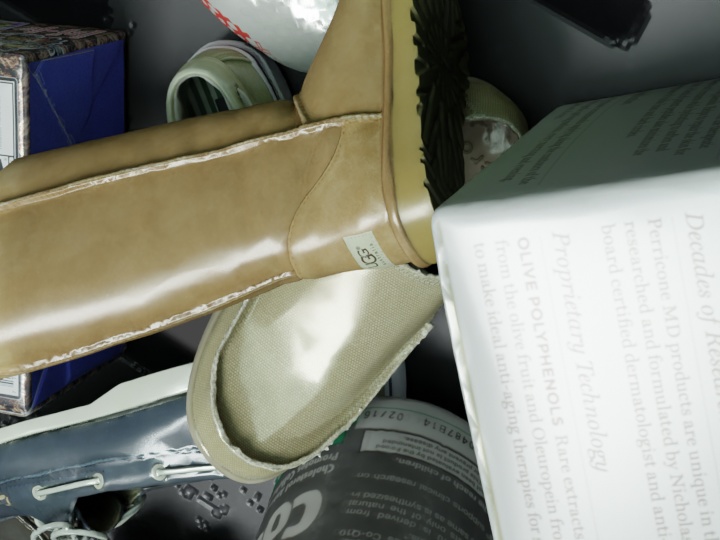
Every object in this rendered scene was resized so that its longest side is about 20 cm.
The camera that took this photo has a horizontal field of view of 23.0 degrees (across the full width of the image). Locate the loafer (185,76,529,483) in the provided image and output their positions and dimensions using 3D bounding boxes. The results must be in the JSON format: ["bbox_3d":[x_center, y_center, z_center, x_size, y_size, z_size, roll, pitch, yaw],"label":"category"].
[{"bbox_3d":[0.000,0.000,0.726,0.075,0.068,0.201,37,84,-8],"label":"loafer"}]

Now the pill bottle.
[{"bbox_3d":[0.000,0.155,0.717,0.112,0.201,0.114,6,126,9],"label":"pill bottle"}]

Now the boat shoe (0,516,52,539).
[{"bbox_3d":[-0.233,0.104,0.889,0.199,0.057,0.067,35,112,9],"label":"boat shoe"}]

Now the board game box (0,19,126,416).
[{"bbox_3d":[-0.218,-0.036,0.826,0.198,0.097,0.161,8,106,18],"label":"board game box"}]

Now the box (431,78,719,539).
[{"bbox_3d":[0.147,0.037,0.655,0.170,0.199,0.202,-8,102,21],"label":"box"}]

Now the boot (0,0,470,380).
[{"bbox_3d":[-0.059,-0.054,0.704,0.198,0.176,0.066,-13,137,19],"label":"boot"}]

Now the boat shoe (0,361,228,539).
[{"bbox_3d":[-0.121,0.093,0.803,0.198,0.075,0.062,-21,78,22],"label":"boat shoe"}]

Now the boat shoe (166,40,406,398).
[{"bbox_3d":[-0.040,-0.003,0.788,0.071,0.062,0.202,-20,97,23],"label":"boat shoe"}]

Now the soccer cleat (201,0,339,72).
[{"bbox_3d":[-0.075,-0.163,0.748,0.068,0.085,0.201,-37,89,24],"label":"soccer cleat"}]
